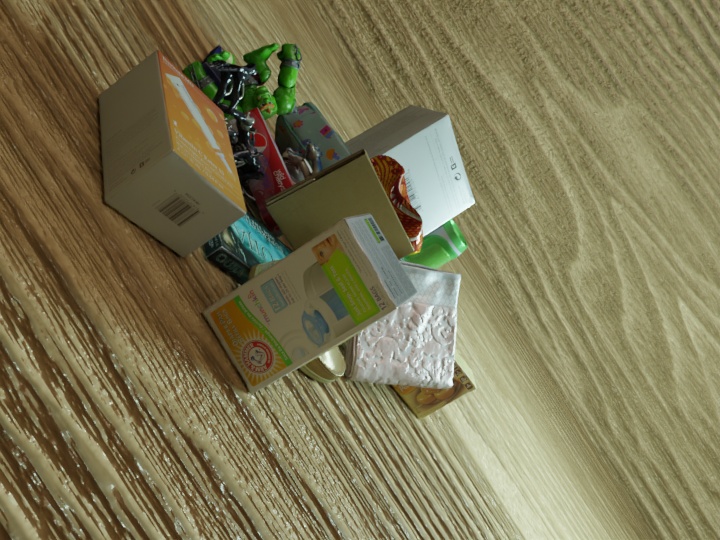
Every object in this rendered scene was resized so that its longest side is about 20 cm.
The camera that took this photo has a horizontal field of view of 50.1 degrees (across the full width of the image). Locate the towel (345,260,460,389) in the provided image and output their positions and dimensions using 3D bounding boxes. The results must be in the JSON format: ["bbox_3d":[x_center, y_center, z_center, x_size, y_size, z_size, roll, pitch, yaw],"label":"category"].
[{"bbox_3d":[0.071,0.082,1.185,0.200,0.032,0.191,11,81,-34],"label":"towel"}]

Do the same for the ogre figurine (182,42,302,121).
[{"bbox_3d":[-0.181,-0.305,1.283,0.200,0.098,0.120,-24,99,-45],"label":"ogre figurine"}]

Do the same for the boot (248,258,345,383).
[{"bbox_3d":[-0.028,0.052,0.973,0.200,0.155,0.073,60,22,-28],"label":"boot"}]

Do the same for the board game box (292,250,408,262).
[{"bbox_3d":[0.000,0.000,1.250,0.200,0.135,0.029,45,16,-38],"label":"board game box"}]

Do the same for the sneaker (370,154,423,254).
[{"bbox_3d":[0.050,-0.110,1.285,0.077,0.073,0.200,90,-12,-56],"label":"sneaker"}]

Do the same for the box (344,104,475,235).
[{"bbox_3d":[0.083,-0.176,1.458,0.131,0.200,0.199,33,-29,53],"label":"box"}]

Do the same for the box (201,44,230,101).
[{"bbox_3d":[-0.236,-0.328,1.374,0.121,0.032,0.200,52,16,-22],"label":"box"}]

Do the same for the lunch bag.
[{"bbox_3d":[-0.077,-0.197,1.396,0.200,0.077,0.160,54,-17,15],"label":"lunch bag"}]

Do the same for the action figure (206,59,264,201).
[{"bbox_3d":[-0.193,-0.194,1.099,0.119,0.102,0.200,33,-52,51],"label":"action figure"}]

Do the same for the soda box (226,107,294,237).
[{"bbox_3d":[-0.148,-0.155,1.207,0.070,0.063,0.200,66,-1,-63],"label":"soda box"}]

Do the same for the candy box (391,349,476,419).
[{"bbox_3d":[0.091,0.143,1.285,0.200,0.115,0.055,51,15,-23],"label":"candy box"}]

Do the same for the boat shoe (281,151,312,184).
[{"bbox_3d":[-0.093,-0.113,1.333,0.060,0.072,0.200,-59,141,-29],"label":"boat shoe"}]

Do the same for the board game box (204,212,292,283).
[{"bbox_3d":[-0.143,-0.022,1.041,0.200,0.028,0.135,42,20,-46],"label":"board game box"}]

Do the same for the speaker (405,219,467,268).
[{"bbox_3d":[0.107,-0.025,1.521,0.088,0.200,0.088,53,15,-21],"label":"speaker"}]

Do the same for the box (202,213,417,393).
[{"bbox_3d":[-0.055,0.036,0.860,0.113,0.200,0.101,60,18,2],"label":"box"}]

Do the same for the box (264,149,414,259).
[{"bbox_3d":[-0.026,-0.064,1.154,0.200,0.163,0.021,60,3,-37],"label":"box"}]

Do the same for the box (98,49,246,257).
[{"bbox_3d":[-0.220,-0.137,0.891,0.124,0.097,0.200,42,21,-45],"label":"box"}]

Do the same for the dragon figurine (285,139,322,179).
[{"bbox_3d":[-0.051,-0.120,1.253,0.200,0.059,0.099,53,21,-30],"label":"dragon figurine"}]
